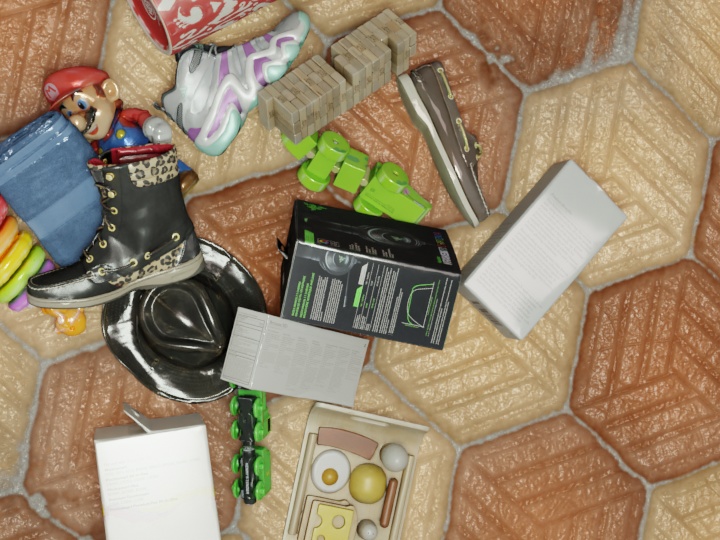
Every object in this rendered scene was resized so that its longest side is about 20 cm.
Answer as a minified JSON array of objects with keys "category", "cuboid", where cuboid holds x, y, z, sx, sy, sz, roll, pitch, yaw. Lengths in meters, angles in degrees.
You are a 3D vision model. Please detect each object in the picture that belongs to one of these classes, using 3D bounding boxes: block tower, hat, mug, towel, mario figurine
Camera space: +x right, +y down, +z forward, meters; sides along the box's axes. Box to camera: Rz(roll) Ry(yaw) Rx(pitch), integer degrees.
[{"category":"block tower","cuboid":[-0.024,-0.221,1.597,0.199,0.054,0.058,-35,61,-22]},{"category":"hat","cuboid":[-0.195,0.056,1.581,0.198,0.081,0.203,0,90,-12]},{"category":"mug","cuboid":[-0.166,-0.351,1.528,0.199,0.133,0.179,-34,108,-15]},{"category":"towel","cuboid":[-0.318,-0.073,1.538,0.111,0.049,0.201,-34,116,1]},{"category":"mario figurine","cuboid":[-0.281,-0.140,1.554,0.200,0.106,0.124,45,84,-9]}]

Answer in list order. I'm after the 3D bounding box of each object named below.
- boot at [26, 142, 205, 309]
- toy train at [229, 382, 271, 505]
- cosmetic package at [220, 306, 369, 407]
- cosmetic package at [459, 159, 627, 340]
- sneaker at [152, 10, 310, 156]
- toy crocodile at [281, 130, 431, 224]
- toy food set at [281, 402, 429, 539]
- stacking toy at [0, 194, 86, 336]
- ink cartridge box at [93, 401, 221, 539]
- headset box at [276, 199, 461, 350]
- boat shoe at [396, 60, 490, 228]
[{"category":"boot","cuboid":[-0.271,-0.048,1.493,0.198,0.073,0.152,-13,116,-15]},{"category":"toy train","cuboid":[-0.124,0.169,1.591,0.041,0.056,0.203,4,104,17]},{"category":"cosmetic package","cuboid":[-0.071,0.099,1.561,0.199,0.050,0.084,19,86,-55]},{"category":"cosmetic package","cuboid":[0.213,-0.025,1.665,0.101,0.071,0.200,43,83,-8]},{"category":"sneaker","cuboid":[-0.159,-0.247,1.590,0.139,0.078,0.201,38,82,-8]},{"category":"toy crocodile","cuboid":[-0.006,-0.116,1.631,0.199,0.062,0.068,29,127,-10]},{"category":"toy food set","cuboid":[-0.007,0.267,1.629,0.142,0.060,0.203,13,87,-11]},{"category":"stacking toy","cuboid":[-0.382,0.002,1.544,0.200,0.110,0.116,42,99,-19]},{"category":"ink cartridge box","cuboid":[-0.227,0.247,1.552,0.124,0.128,0.203,-7,92,-11]},{"category":"headset box","cuboid":[0.000,0.000,1.559,0.197,0.174,0.094,11,107,-6]},{"category":"boat shoe","cuboid":[0.110,-0.150,1.647,0.059,0.072,0.202,-26,89,-6]}]
